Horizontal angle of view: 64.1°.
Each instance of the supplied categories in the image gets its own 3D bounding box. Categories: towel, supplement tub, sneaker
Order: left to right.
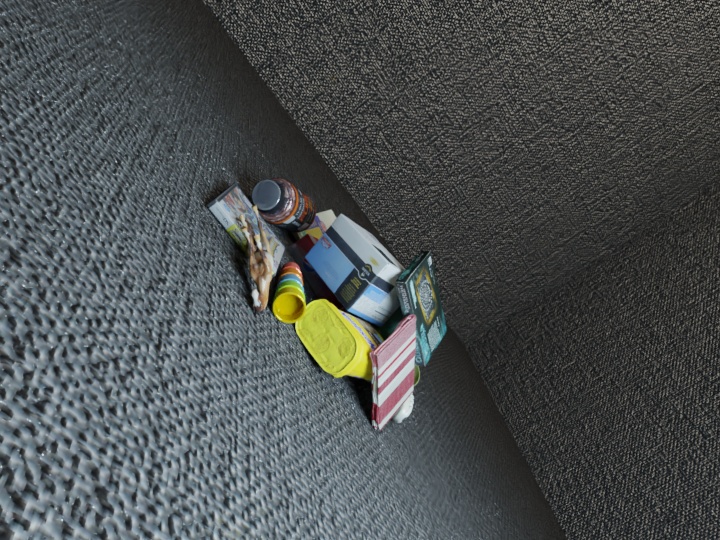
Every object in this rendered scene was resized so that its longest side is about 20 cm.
[{"bbox_3d":[-0.184,-0.156,1.367,0.107,0.107,0.200,58,10,13],"label":"supplement tub"},{"bbox_3d":[0.063,0.265,1.316,0.081,0.075,0.200,32,20,-27],"label":"sneaker"},{"bbox_3d":[0.066,0.201,1.129,0.023,0.144,0.201,19,-52,30],"label":"towel"}]

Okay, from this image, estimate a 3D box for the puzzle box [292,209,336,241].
[{"bbox_3d":[-0.086,-0.058,1.489,0.133,0.025,0.201,-19,72,-34],"label":"puzzle box"}]

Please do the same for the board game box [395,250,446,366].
[{"bbox_3d":[0.129,0.078,1.198,0.135,0.028,0.201,-45,128,-49],"label":"board game box"}]

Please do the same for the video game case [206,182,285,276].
[{"bbox_3d":[-0.222,-0.084,1.161,0.181,0.025,0.200,53,9,-15],"label":"video game case"}]

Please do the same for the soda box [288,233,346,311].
[{"bbox_3d":[-0.091,0.012,1.385,0.200,0.063,0.070,58,9,15],"label":"soda box"}]

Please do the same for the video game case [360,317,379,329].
[{"bbox_3d":[0.066,0.161,1.488,0.200,0.023,0.182,56,16,-16],"label":"video game case"}]

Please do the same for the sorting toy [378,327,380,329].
[{"bbox_3d":[0.038,0.078,1.442,0.200,0.036,0.186,38,28,-44],"label":"sorting toy"}]

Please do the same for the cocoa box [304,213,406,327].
[{"bbox_3d":[0.000,0.000,1.244,0.133,0.131,0.200,30,13,-48],"label":"cocoa box"}]

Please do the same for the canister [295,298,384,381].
[{"bbox_3d":[-0.021,0.144,1.126,0.149,0.087,0.200,48,8,29],"label":"canister"}]

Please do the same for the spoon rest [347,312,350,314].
[{"bbox_3d":[-0.006,0.132,1.474,0.099,0.060,0.201,32,39,-66],"label":"spoon rest"}]

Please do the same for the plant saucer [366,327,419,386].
[{"bbox_3d":[0.041,0.201,1.297,0.199,0.031,0.200,26,26,-13],"label":"plant saucer"}]

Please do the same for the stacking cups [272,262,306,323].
[{"bbox_3d":[-0.140,0.032,1.106,0.061,0.060,0.200,52,6,-22],"label":"stacking cups"}]

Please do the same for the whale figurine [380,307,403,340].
[{"bbox_3d":[0.086,0.137,1.269,0.200,0.103,0.160,-22,110,-75],"label":"whale figurine"}]

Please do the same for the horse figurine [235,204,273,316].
[{"bbox_3d":[-0.180,-0.029,0.994,0.200,0.050,0.133,-117,-164,-60],"label":"horse figurine"}]
